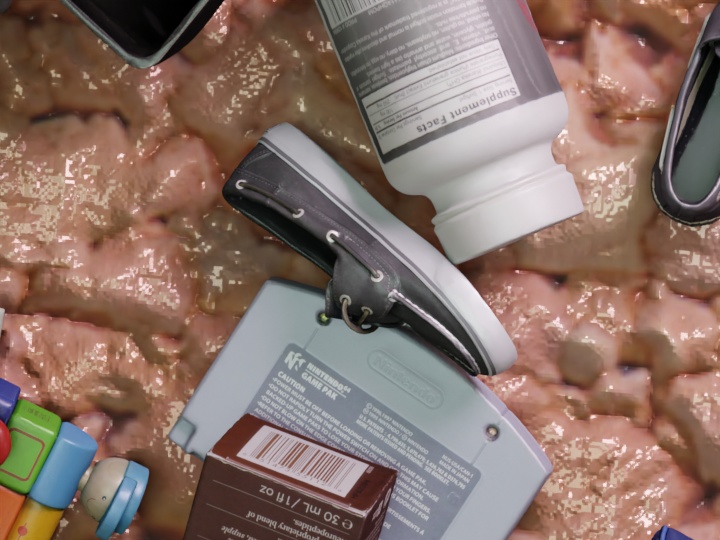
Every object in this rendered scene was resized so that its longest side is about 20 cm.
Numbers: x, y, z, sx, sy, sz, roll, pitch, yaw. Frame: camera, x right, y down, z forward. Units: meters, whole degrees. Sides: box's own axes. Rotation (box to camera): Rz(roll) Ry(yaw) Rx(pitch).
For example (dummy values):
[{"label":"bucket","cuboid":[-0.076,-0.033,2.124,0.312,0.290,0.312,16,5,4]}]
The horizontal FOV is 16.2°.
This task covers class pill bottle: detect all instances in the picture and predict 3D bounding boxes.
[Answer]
[{"label":"pill bottle","cuboid":[0.050,-0.109,1.407,0.110,0.111,0.201,-22,89,10]}]

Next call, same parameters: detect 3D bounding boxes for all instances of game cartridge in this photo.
[{"label":"game cartridge","cuboid":[0.004,0.098,1.464,0.200,0.041,0.133,34,101,6]}]

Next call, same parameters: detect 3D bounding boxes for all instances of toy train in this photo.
[{"label":"toy train","cuboid":[-0.214,0.176,1.489,0.115,0.085,0.200,26,97,-6]}]

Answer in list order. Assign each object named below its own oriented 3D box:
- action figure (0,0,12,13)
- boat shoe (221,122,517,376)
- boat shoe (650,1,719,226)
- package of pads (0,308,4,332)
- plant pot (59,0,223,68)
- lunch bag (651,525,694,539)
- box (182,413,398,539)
[{"label":"action figure","cuboid":[-0.274,-0.147,1.437,0.200,0.069,0.130,-40,90,-21]},{"label":"boat shoe","cuboid":[0.000,0.000,1.427,0.066,0.070,0.200,-43,76,-11]},{"label":"boat shoe","cuboid":[0.220,-0.116,1.402,0.072,0.063,0.201,26,97,8]},{"label":"package of pads","cuboid":[-0.299,0.094,1.447,0.200,0.068,0.155,-2,75,39]},{"label":"plant pot","cuboid":[-0.108,-0.245,1.395,0.200,0.177,0.200,42,98,5]},{"label":"lunch bag","cuboid":[0.167,0.249,1.392,0.132,0.136,0.201,27,98,8]},{"label":"box","cuboid":[-0.058,0.194,1.437,0.100,0.075,0.201,20,112,11]}]
